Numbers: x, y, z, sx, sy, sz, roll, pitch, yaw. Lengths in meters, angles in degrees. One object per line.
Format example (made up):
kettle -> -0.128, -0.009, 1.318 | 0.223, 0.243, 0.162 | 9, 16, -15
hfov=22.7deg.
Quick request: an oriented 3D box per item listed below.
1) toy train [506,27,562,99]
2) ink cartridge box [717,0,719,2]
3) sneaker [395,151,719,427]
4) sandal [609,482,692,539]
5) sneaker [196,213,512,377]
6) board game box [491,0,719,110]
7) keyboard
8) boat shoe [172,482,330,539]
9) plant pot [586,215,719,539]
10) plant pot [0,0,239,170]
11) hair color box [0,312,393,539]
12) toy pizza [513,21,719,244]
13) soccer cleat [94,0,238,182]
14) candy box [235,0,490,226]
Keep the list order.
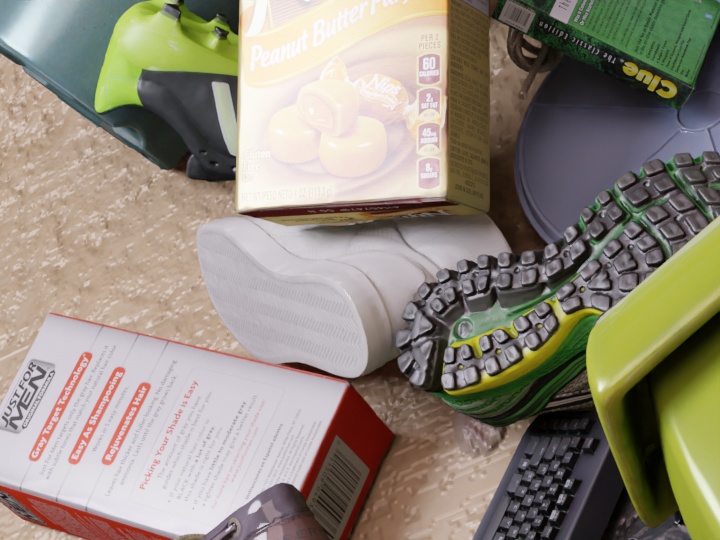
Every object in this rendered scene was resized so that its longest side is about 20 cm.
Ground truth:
toy train -> 0.067, -0.161, 0.973 | 0.115, 0.085, 0.201 | -7, 47, 38
ink cartridge box -> 0.156, -0.228, 0.892 | 0.199, 0.076, 0.137 | 33, 54, 4
sneaker -> 0.119, 0.012, 0.811 | 0.199, 0.085, 0.078 | -22, 57, 22
sandal -> 0.185, 0.060, 0.790 | 0.200, 0.048, 0.075 | -39, 49, 0
sneaker -> 0.000, 0.000, 0.927 | 0.115, 0.074, 0.200 | -22, 21, -25
board game box -> 0.147, -0.176, 0.916 | 0.104, 0.023, 0.201 | 28, 55, 0
keyboard -> 0.073, 0.150, 0.783 | 0.127, 0.021, 0.201 | 0, 58, 55
boat shoe -> -0.068, 0.149, 0.805 | 0.200, 0.072, 0.065 | -40, 61, 51
plant pot -> 0.201, 0.061, 0.659 | 0.199, 0.200, 0.182 | -40, 63, -4
plant pot -> -0.113, -0.177, 1.031 | 0.200, 0.200, 0.197 | 32, 86, 39
hair color box -> -0.094, 0.093, 0.913 | 0.199, 0.061, 0.102 | 12, 66, 33
toy pizza -> 0.173, -0.070, 0.890 | 0.199, 0.032, 0.201 | -16, 47, 18
soccer cleat -> -0.044, -0.074, 0.953 | 0.081, 0.199, 0.068 | -60, 8, 22
candy box -> 0.002, -0.126, 0.869 | 0.115, 0.055, 0.201 | -3, 83, 27
